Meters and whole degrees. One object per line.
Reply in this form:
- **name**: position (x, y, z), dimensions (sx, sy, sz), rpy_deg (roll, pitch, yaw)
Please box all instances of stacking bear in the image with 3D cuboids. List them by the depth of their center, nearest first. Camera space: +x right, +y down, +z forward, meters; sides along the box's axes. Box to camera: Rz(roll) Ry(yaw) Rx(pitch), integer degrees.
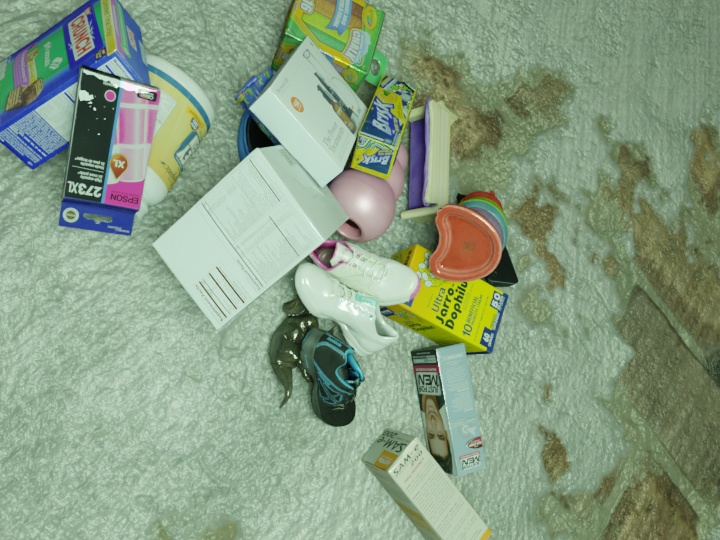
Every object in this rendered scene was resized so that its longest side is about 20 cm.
- **stacking bear**: position (0.193, -0.074, 0.964), dimensions (0.110, 0.200, 0.125), rpy_deg (13, 118, 14)

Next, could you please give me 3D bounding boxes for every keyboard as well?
- **keyboard**: position (0.212, -0.059, 1.055), dimensions (0.123, 0.021, 0.205), rpy_deg (7, 52, -26)

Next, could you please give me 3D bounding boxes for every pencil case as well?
- **pencil case**: position (-0.113, -0.224, 0.920), dimensions (0.078, 0.087, 0.201), rpy_deg (-40, 96, -1)

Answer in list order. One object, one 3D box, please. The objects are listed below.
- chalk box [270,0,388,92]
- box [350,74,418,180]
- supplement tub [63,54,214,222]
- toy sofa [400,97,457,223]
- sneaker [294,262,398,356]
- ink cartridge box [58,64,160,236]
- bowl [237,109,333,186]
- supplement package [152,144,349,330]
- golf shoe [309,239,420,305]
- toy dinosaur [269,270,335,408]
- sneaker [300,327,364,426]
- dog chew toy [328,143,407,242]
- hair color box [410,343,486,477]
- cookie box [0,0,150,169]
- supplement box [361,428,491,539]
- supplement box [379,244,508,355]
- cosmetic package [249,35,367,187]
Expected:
- **chalk box**: position (-0.038, -0.387, 0.996), dimensions (0.195, 0.123, 0.128), rpy_deg (19, 75, -17)
- **box**: position (0.041, -0.241, 0.953), dimensions (0.068, 0.065, 0.203), rpy_deg (18, 45, 0)
- **supplement tub**: position (-0.320, -0.191, 0.842), dimensions (0.143, 0.144, 0.204), rpy_deg (32, 72, -13)
- **toy sofa**: position (0.115, -0.194, 1.031), dimensions (0.096, 0.081, 0.207), rpy_deg (14, 75, -49)
- **sneaker**: position (-0.015, 0.052, 0.896), dimensions (0.200, 0.087, 0.077), rpy_deg (45, 44, -29)
- **ink cartridge box**: position (-0.320, -0.142, 0.731), dimensions (0.092, 0.037, 0.206), rpy_deg (7, 110, -32)
- **bowl**: position (-0.112, -0.219, 0.986), dimensions (0.194, 0.039, 0.208), rpy_deg (4, 80, -21)
- **supplement package**: position (-0.145, -0.058, 0.824), dimensions (0.198, 0.191, 0.148), rpy_deg (-37, 95, 15)
- **golf shoe**: position (0.000, 0.000, 0.915), dimensions (0.195, 0.092, 0.077), rpy_deg (13, 72, 28)
- **toy dinosaur**: position (-0.103, 0.117, 0.928), dimensions (0.100, 0.077, 0.205), rpy_deg (24, 78, -3)
- **sneaker**: position (-0.034, 0.180, 0.886), dimensions (0.074, 0.080, 0.204), rpy_deg (-51, 142, -35)
- **dog chew toy**: position (0.020, -0.149, 0.987), dimensions (0.123, 0.124, 0.203), rpy_deg (35, 63, -12)
- **hair color box**: position (0.147, 0.233, 0.982), dimensions (0.059, 0.099, 0.207), rpy_deg (-8, 84, -22)
- **cookie box**: position (-0.391, -0.262, 0.779), dimensions (0.196, 0.076, 0.174), rpy_deg (-30, 53, 5)
- **supplement box**: position (0.103, 0.361, 0.930), dimensions (0.073, 0.126, 0.202), rpy_deg (-41, 97, -21)
- **supplement box**: position (0.139, 0.056, 1.002), dimensions (0.196, 0.109, 0.112), rpy_deg (27, 73, -15)
- **cosmetic package**: position (-0.069, -0.243, 0.866), dimensions (0.150, 0.051, 0.203), rpy_deg (43, 37, -22)
